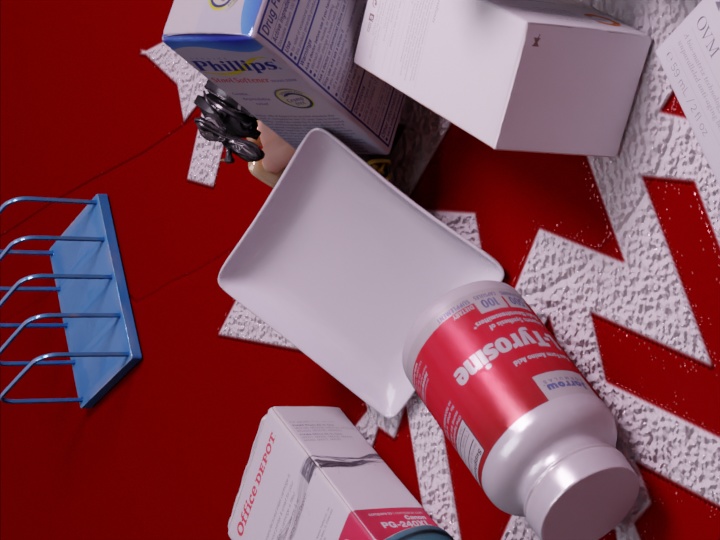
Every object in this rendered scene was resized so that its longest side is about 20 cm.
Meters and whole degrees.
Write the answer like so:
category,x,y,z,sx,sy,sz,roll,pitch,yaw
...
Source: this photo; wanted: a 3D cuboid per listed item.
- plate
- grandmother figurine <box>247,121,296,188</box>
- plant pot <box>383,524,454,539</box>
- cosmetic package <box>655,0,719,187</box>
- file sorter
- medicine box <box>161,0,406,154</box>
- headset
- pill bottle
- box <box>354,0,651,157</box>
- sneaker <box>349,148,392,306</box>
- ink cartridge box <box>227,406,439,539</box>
category,x,y,z,sx,sy,sz,roll,pitch,yaw
plate,0.000,0.000,1.571,0.199,0.032,0.200,37,127,2
grandmother figurine,-0.033,-0.154,1.685,0.199,0.060,0.123,-31,68,47
plant pot,0.071,0.330,1.421,0.187,0.199,0.202,34,117,33
cosmetic package,0.312,-0.114,1.130,0.200,0.122,0.201,-48,52,41
file sorter,-0.342,0.035,2.066,0.139,0.122,0.202,-41,57,47
medicine box,-0.041,-0.219,1.515,0.102,0.200,0.184,3,67,38
headset,-0.089,-0.159,1.627,0.093,0.200,0.124,31,124,5
pill bottle,0.122,0.110,1.405,0.200,0.111,0.113,54,131,40
box,0.104,-0.169,1.427,0.200,0.123,0.098,38,120,49
sneaker,0.009,-0.057,1.621,0.084,0.074,0.202,29,117,37
ink cartridge box,-0.024,0.233,1.636,0.200,0.083,0.146,48,127,45
